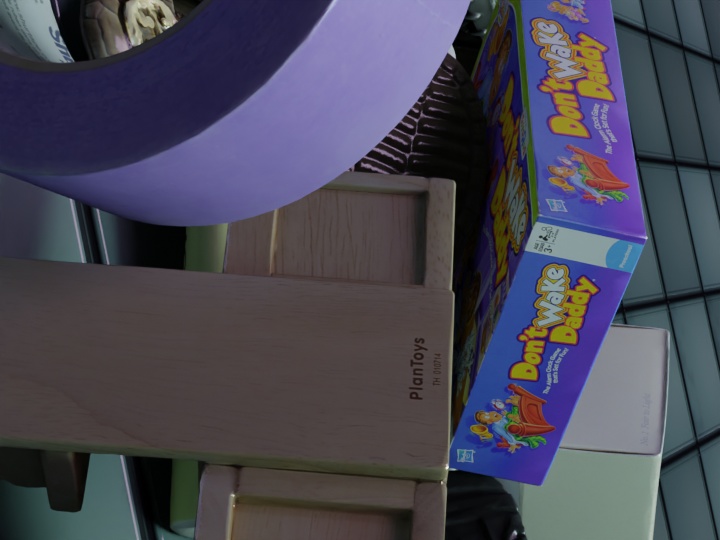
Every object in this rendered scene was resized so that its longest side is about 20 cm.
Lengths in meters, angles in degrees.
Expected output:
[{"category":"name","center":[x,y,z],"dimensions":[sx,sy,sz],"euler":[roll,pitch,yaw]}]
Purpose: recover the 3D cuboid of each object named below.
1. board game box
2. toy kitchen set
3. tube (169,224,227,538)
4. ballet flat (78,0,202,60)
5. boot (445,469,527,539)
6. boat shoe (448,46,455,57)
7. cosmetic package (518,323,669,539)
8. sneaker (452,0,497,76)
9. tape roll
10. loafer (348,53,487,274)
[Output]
[{"category":"board game box","center":[0.072,-0.028,0.841],"dimensions":[0.201,0.044,0.135],"euler":[-88,-167,-52]},{"category":"toy kitchen set","center":[-0.057,0.091,0.692],"dimensions":[0.181,0.162,0.201],"euler":[96,-1,-53]},{"category":"tube","center":[-0.048,0.006,0.782],"dimensions":[0.058,0.052,0.201],"euler":[143,-50,-63]},{"category":"ballet flat","center":[-0.059,-0.090,0.838],"dimensions":[0.200,0.046,0.068],"euler":[9,70,-68]},{"category":"boot","center":[0.049,0.206,0.810],"dimensions":[0.169,0.076,0.201],"euler":[89,-8,-49]},{"category":"boat shoe","center":[0.012,-0.099,0.953],"dimensions":[0.067,0.073,0.201],"euler":[-40,146,-21]},{"category":"cosmetic package","center":[0.122,0.136,1.052],"dimensions":[0.104,0.073,0.201],"euler":[-75,168,-50]},{"category":"sneaker","center":[0.051,-0.151,0.963],"dimensions":[0.090,0.066,0.201],"euler":[-33,133,-39]},{"category":"tape roll","center":[-0.066,-0.120,0.623],"dimensions":[0.085,0.199,0.201],"euler":[24,56,-65]},{"category":"loafer","center":[0.000,0.000,0.824],"dimensions":[0.076,0.067,0.201],"euler":[19,75,-25]}]
